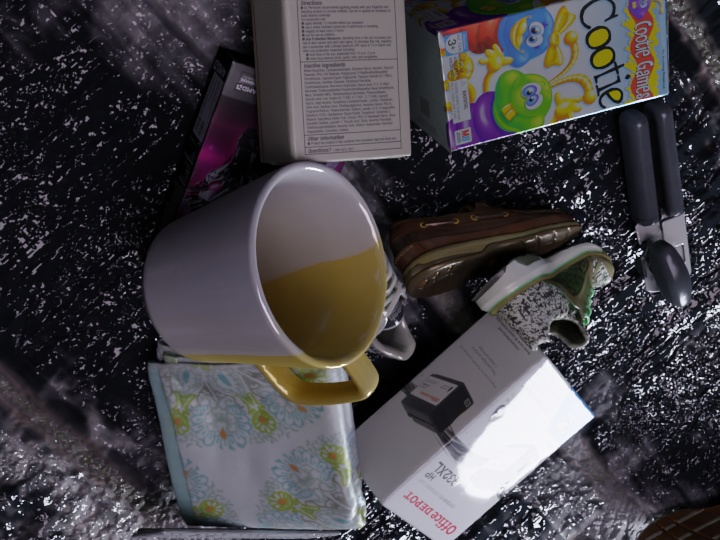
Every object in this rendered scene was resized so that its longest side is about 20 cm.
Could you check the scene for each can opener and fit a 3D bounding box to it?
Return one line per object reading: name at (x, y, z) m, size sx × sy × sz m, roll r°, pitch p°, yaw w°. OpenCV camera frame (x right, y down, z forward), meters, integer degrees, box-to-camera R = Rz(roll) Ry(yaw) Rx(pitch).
can opener at (0.289, -0.059, 1.125) m, size 0.053 × 0.067 × 0.201 m, roll -22°, pitch 120°, yaw -11°

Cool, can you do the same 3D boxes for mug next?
mug at (-0.081, 0.024, 0.901) m, size 0.149 × 0.153 × 0.187 m, roll -14°, pitch 92°, yaw -53°

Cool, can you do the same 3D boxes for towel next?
towel at (-0.089, 0.147, 1.050) m, size 0.171 × 0.048 × 0.201 m, roll 0°, pitch 119°, yaw 14°

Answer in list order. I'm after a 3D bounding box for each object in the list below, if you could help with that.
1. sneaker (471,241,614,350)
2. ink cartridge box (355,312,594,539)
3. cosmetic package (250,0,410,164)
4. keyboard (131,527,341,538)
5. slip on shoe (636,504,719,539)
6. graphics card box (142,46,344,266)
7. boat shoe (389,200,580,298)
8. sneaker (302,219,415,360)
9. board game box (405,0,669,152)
sneaker at (0.180, 0.033, 1.083) m, size 0.200 × 0.089 × 0.077 m, roll -11°, pitch 156°, yaw -49°
ink cartridge box at (0.103, 0.151, 1.126) m, size 0.200 × 0.084 × 0.145 m, roll -42°, pitch 140°, yaw 2°
cosmetic package at (-0.025, -0.183, 0.905) m, size 0.103 × 0.073 × 0.201 m, roll -5°, pitch 97°, yaw -25°
keyboard at (-0.112, 0.245, 1.108) m, size 0.200 × 0.056 × 0.011 m, roll 10°, pitch 76°, yaw -39°
slip on shoe at (0.401, 0.300, 1.343) m, size 0.199 × 0.076 × 0.061 m, roll -20°, pitch 132°, yaw -17°
graphics card box at (-0.089, -0.071, 0.987) m, size 0.125 × 0.051 × 0.201 m, roll 15°, pitch 107°, yaw -26°
boat shoe at (0.113, -0.033, 1.067) m, size 0.200 × 0.068 × 0.072 m, roll -13°, pitch 153°, yaw -33°
sneaker at (0.000, 0.000, 1.004) m, size 0.076 × 0.080 × 0.200 m, roll -44°, pitch 144°, yaw -16°
board game box at (0.141, -0.184, 0.988) m, size 0.199 × 0.105 × 0.103 m, roll -16°, pitch 119°, yaw -14°
